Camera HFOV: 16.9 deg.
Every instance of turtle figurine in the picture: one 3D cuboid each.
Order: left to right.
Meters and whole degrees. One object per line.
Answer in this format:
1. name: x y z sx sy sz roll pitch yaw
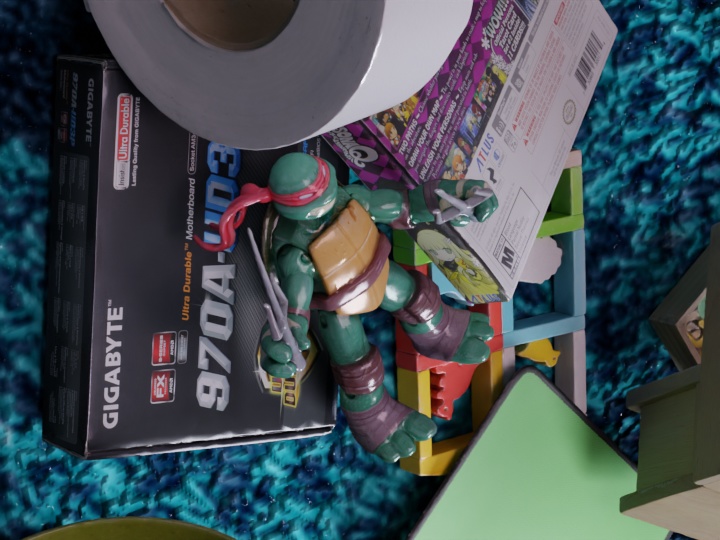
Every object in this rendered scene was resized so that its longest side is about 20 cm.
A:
1. turtle figurine: 0.000 0.000 1.214 0.150 0.101 0.200 -40 138 -10

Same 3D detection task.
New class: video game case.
1. video game case: 0.054 -0.114 1.297 0.181 0.036 0.200 47 52 -35

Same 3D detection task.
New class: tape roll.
1. tape roll: -0.044 -0.160 1.120 0.071 0.202 0.203 -25 114 -46

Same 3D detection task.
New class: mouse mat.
1. mouse mat: 0.104 0.165 1.432 0.161 0.008 0.200 -56 133 -10

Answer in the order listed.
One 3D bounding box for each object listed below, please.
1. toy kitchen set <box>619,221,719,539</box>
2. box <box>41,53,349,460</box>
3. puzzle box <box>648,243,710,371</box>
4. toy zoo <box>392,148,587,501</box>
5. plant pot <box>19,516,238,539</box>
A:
1. toy kitchen set: 0.284 0.068 1.430 0.180 0.200 0.164 20 63 -28
2. box: -0.081 -0.011 1.239 0.159 0.046 0.201 -3 100 -38
3. puzzle box: 0.271 0.055 1.545 0.133 0.025 0.200 -49 124 -21
4. toy zoo: 0.076 0.037 1.390 0.131 0.020 0.201 -12 106 -37
5. plant pot: -0.116 0.259 1.200 0.187 0.187 0.200 -27 130 -31
